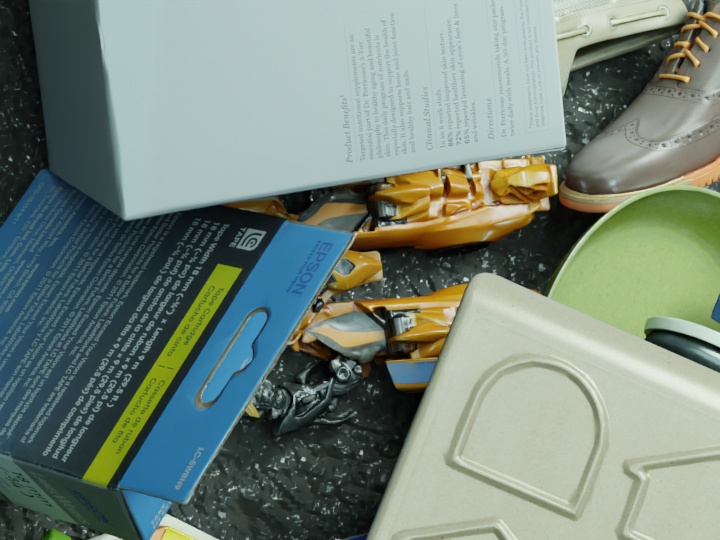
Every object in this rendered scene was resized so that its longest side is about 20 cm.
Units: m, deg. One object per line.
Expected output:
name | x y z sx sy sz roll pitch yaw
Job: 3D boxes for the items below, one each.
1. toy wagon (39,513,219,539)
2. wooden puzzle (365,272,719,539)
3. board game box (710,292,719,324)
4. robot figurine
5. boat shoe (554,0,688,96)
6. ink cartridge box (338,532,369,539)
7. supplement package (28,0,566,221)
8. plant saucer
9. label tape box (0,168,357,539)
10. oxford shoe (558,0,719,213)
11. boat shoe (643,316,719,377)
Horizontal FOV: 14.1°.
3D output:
toy wagon | -0.101 0.214 1.312 0.155 0.040 0.200 27 70 -11
wooden puzzle | 0.098 0.123 1.295 0.185 0.046 0.200 24 69 -4
board game box | 0.286 0.046 1.410 0.200 0.135 0.035 8 108 -37
robot figurine | 0.000 0.000 1.387 0.200 0.058 0.145 -5 81 -21
boat shoe | 0.078 -0.106 1.436 0.200 0.072 0.065 -28 87 -28
ink cartridge box | 0.034 0.216 1.334 0.196 0.043 0.200 -9 78 -37
supplement package | -0.034 -0.120 1.277 0.200 0.151 0.152 -10 103 -16
plant saucer | 0.142 0.059 1.405 0.200 0.031 0.201 -2 94 -40
label tape box | -0.096 0.041 1.272 0.144 0.200 0.063 -58 136 -21
oxford shoe | 0.166 -0.096 1.452 0.200 0.071 0.073 -37 124 -31
boat shoe | 0.195 0.097 1.384 0.199 0.074 0.066 41 71 -33
